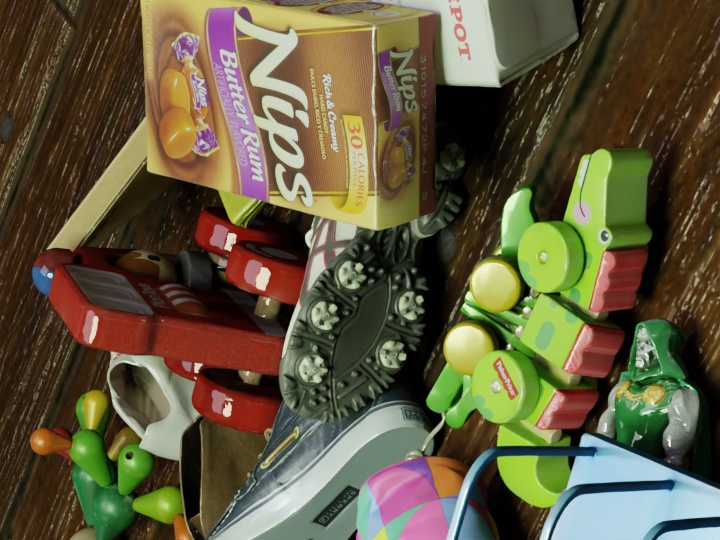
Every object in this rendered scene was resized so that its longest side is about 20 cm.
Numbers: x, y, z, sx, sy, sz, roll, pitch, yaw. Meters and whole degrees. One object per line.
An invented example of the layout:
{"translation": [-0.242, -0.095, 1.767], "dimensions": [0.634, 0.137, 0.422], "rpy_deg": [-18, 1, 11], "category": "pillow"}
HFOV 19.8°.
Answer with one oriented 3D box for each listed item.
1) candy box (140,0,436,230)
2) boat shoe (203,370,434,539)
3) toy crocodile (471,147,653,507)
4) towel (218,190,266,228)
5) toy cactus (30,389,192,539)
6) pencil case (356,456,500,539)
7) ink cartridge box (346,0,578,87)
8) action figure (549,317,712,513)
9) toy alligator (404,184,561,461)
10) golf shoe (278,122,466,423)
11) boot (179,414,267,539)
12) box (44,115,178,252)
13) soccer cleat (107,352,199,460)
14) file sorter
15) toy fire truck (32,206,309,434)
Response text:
{"translation": [-0.044, -0.102, 1.196], "dimensions": [0.199, 0.056, 0.118], "rpy_deg": [15, 113, 41], "category": "candy box"}
{"translation": [-0.040, 0.127, 1.280], "dimensions": [0.200, 0.071, 0.091], "rpy_deg": [-41, 43, 18], "category": "boat shoe"}
{"translation": [0.115, 0.030, 1.101], "dimensions": [0.062, 0.067, 0.202], "rpy_deg": [32, 112, 41], "category": "toy crocodile"}
{"translation": [-0.025, -0.121, 1.330], "dimensions": [0.200, 0.018, 0.086], "rpy_deg": [-44, 44, 20], "category": "towel"}
{"translation": [-0.189, 0.189, 1.486], "dimensions": [0.201, 0.101, 0.166], "rpy_deg": [58, 138, 32], "category": "toy cactus"}
{"translation": [0.050, 0.199, 1.121], "dimensions": [0.089, 0.088, 0.201], "rpy_deg": [-52, 35, 34], "category": "pencil case"}
{"translation": [0.020, -0.190, 1.196], "dimensions": [0.199, 0.083, 0.147], "rpy_deg": [7, 117, 44], "category": "ink cartridge box"}
{"translation": [0.140, 0.124, 1.059], "dimensions": [0.118, 0.054, 0.202], "rpy_deg": [4, 83, 54], "category": "action figure"}
{"translation": [0.076, 0.051, 1.166], "dimensions": [0.054, 0.059, 0.202], "rpy_deg": [25, 107, 12], "category": "toy alligator"}
{"translation": [0.000, 0.000, 1.248], "dimensions": [0.088, 0.077, 0.201], "rpy_deg": [-6, 56, 61], "category": "golf shoe"}
{"translation": [-0.081, 0.188, 1.337], "dimensions": [0.073, 0.075, 0.202], "rpy_deg": [-24, 65, 47], "category": "boot"}
{"translation": [-0.125, -0.093, 1.406], "dimensions": [0.021, 0.163, 0.200], "rpy_deg": [44, 129, 2], "category": "box"}
{"translation": [-0.151, 0.060, 1.458], "dimensions": [0.070, 0.077, 0.200], "rpy_deg": [-62, 39, 24], "category": "soccer cleat"}
{"translation": [0.140, 0.174, 0.938], "dimensions": [0.199, 0.122, 0.140], "rpy_deg": [21, 100, 35], "category": "file sorter"}
{"translation": [-0.123, 0.020, 1.337], "dimensions": [0.200, 0.166, 0.113], "rpy_deg": [-139, 64, -65], "category": "toy fire truck"}
